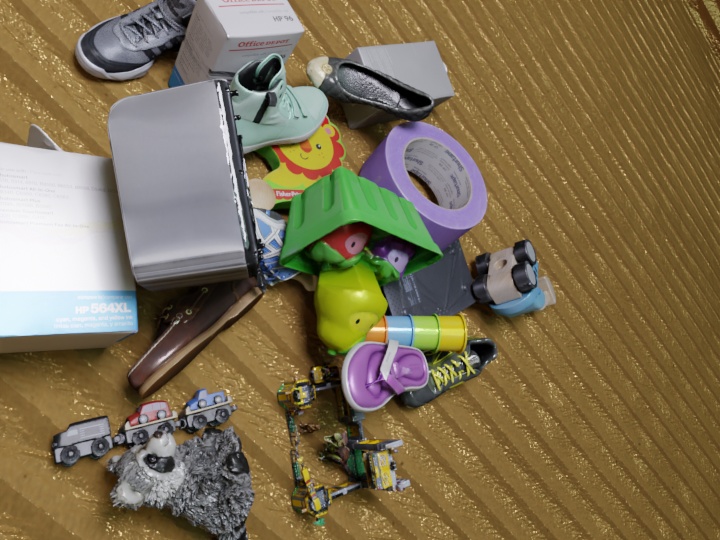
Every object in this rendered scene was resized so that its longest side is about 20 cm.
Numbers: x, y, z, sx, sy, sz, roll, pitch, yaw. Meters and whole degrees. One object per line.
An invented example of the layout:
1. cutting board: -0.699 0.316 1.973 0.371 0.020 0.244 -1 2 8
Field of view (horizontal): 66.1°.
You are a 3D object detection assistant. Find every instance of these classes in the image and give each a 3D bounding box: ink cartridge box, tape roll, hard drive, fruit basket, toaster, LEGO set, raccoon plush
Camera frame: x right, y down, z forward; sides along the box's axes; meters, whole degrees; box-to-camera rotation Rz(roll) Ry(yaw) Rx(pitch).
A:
1. ink cartridge box: -0.151 -0.279 0.689 0.115 0.200 0.068 -26 82 -39
2. tape roll: 0.102 -0.134 0.895 0.198 0.085 0.202 17 56 -26
3. hard drive: 0.102 0.019 0.905 0.199 0.042 0.136 -18 89 -39
4. fruit basket: 0.000 0.000 0.713 0.215 0.155 0.218 32 45 -39
5. ink cartridge box: -0.305 -0.027 0.552 0.124 0.128 0.202 2 76 -37
6. toaster: -0.166 -0.067 0.568 0.117 0.181 0.202 -10 89 -10
7. LEGO set: -0.017 0.215 0.710 0.153 0.115 0.202 7 73 -36
8. raccoon plush: -0.184 0.258 0.580 0.133 0.096 0.202 -10 93 -30

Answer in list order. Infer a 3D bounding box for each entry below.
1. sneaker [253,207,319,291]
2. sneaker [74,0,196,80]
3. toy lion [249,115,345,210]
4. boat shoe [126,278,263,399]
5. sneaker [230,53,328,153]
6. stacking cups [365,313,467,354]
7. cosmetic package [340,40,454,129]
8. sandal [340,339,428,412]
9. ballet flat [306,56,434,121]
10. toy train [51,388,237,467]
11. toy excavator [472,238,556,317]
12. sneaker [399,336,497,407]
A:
1. sneaker: -0.118 -0.026 0.720 0.199 0.075 0.078 13 65 -38
2. sneaker: -0.250 -0.308 0.681 0.200 0.113 0.076 -39 101 -38
3. toy lion: -0.104 -0.161 0.792 0.198 0.068 0.194 -5 74 -38
4. boat shoe: -0.199 0.062 0.649 0.070 0.070 0.200 44 45 -1
5. sneaker: -0.096 -0.228 0.725 0.074 0.118 0.200 47 48 7
6. stacking cups: 0.052 0.094 0.798 0.198 0.061 0.061 0 76 -12
7. cosmetic package: 0.058 -0.318 0.941 0.199 0.090 0.108 -22 92 -42
8. sandal: 0.043 0.123 0.703 0.202 0.049 0.083 -1 71 -59
9. ballet flat: 0.017 -0.276 0.820 0.198 0.057 0.067 14 82 -13
10. toy train: -0.232 0.168 0.616 0.198 0.034 0.046 -6 70 -38
11. toy excavator: 0.297 0.036 1.009 0.201 0.099 0.195 54 34 -25
12. sneaker: 0.138 0.148 0.869 0.199 0.084 0.075 -27 93 -39
